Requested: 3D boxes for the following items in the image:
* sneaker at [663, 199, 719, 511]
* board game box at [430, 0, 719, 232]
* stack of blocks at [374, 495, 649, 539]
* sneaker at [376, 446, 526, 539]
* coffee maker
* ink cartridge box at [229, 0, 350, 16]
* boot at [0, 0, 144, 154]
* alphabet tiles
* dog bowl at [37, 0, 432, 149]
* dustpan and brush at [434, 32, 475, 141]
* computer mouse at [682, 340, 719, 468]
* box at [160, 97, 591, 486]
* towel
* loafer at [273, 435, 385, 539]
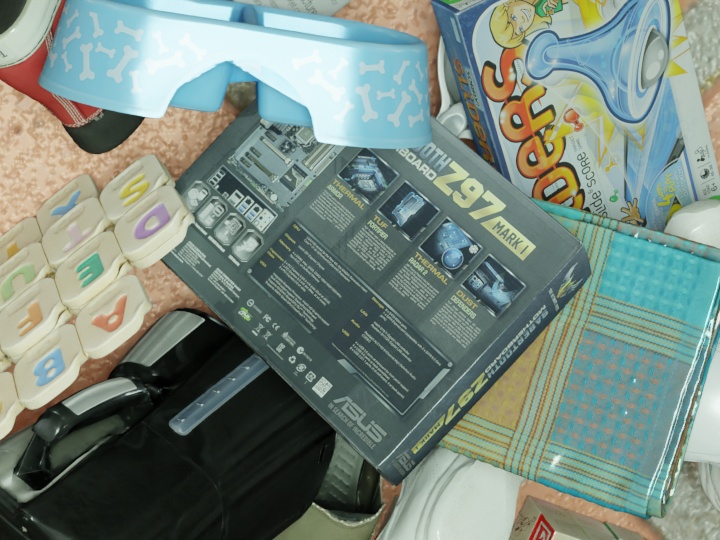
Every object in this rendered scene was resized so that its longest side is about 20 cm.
[{"bbox_3d":[0.221,0.058,0.964,0.070,0.080,0.202,-17,103,-4],"label":"sneaker"},{"bbox_3d":[0.130,-0.088,0.978,0.134,0.034,0.202,-27,118,-13],"label":"board game box"},{"bbox_3d":[0.104,0.208,1.078,0.198,0.059,0.116,21,100,-15],"label":"stack of blocks"},{"bbox_3d":[0.070,0.108,1.022,0.200,0.088,0.076,-46,110,-38],"label":"sneaker"},{"bbox_3d":[-0.105,0.137,0.923,0.193,0.135,0.200,53,45,2],"label":"coffee maker"},{"bbox_3d":[-0.011,-0.230,0.894,0.199,0.085,0.145,-39,152,0],"label":"ink cartridge box"},{"bbox_3d":[-0.138,-0.173,0.935,0.144,0.072,0.202,44,59,-56],"label":"boot"},{"bbox_3d":[-0.177,0.016,0.903,0.199,0.196,0.015,-38,120,1],"label":"alphabet tiles"},{"bbox_3d":[-0.057,-0.103,0.844,0.198,0.112,0.050,8,104,-7],"label":"dog bowl"},{"bbox_3d":[0.073,-0.105,0.990,0.199,0.057,0.140,-38,108,1],"label":"dustpan and brush"},{"bbox_3d":[0.156,0.061,0.924,0.198,0.044,0.111,10,89,20],"label":"computer mouse"},{"bbox_3d":[-0.001,-0.011,0.909,0.200,0.051,0.158,41,85,22],"label":"box"},{"bbox_3d":[0.091,0.036,0.921,0.198,0.022,0.148,17,91,23],"label":"towel"},{"bbox_3d":[-0.026,0.146,1.031,0.074,0.070,0.202,6,103,-12],"label":"loafer"}]
